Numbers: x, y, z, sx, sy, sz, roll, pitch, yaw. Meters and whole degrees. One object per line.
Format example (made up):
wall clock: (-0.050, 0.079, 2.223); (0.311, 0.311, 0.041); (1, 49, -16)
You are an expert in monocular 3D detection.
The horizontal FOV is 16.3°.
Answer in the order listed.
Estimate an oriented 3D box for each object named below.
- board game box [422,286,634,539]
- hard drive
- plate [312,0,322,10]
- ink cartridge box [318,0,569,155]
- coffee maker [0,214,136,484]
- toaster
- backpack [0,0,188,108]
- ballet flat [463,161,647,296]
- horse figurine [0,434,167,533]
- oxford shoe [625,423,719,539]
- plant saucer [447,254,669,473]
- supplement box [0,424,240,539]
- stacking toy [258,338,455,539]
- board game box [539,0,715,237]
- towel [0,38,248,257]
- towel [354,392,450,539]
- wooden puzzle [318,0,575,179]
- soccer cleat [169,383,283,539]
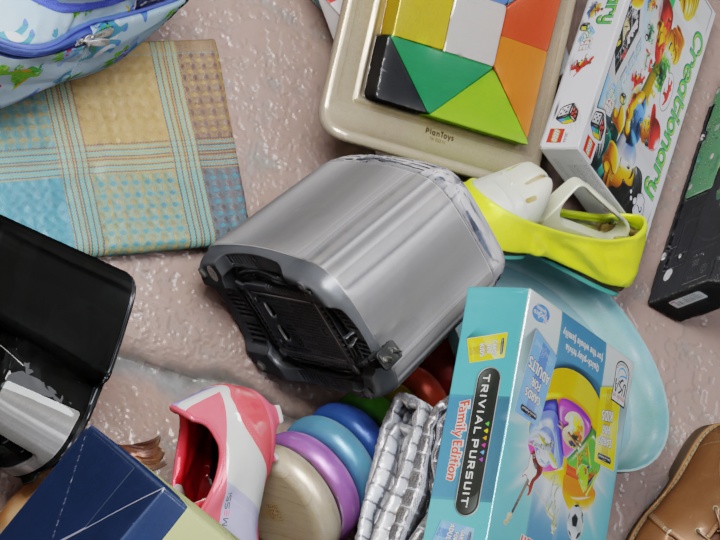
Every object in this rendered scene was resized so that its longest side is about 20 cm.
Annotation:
board game box: (0.103, 0.128, 1.537); (0.151, 0.047, 0.200); (32, 64, -53)
hard drive: (0.282, -0.069, 1.794); (0.038, 0.140, 0.200); (28, 65, -19)
plate: (0.028, -0.256, 1.777); (0.200, 0.026, 0.201); (8, 73, -25)
ink cartridge box: (0.048, -0.197, 1.729); (0.161, 0.050, 0.200); (-31, 111, -30)
coffee maker: (-0.239, 0.002, 1.491); (0.200, 0.135, 0.192); (28, 87, -29)
toaster: (0.000, 0.000, 1.592); (0.129, 0.200, 0.114); (-42, 114, -22)
backpack: (-0.212, -0.206, 1.541); (0.200, 0.147, 0.183); (-32, 86, -43)
ballet flat: (0.120, -0.037, 1.706); (0.200, 0.067, 0.067); (17, 111, -38)
horse figurine: (-0.185, 0.187, 1.531); (0.132, 0.050, 0.200); (21, 76, -17)
oxford shoe: (0.234, 0.184, 1.740); (0.071, 0.071, 0.200); (34, 63, -17)
plant saucer: (0.127, 0.058, 1.702); (0.200, 0.027, 0.200); (29, 37, -24)
supplement box: (-0.127, 0.237, 1.445); (0.200, 0.134, 0.200); (42, 84, -26)
stacking toy: (0.010, 0.105, 1.649); (0.200, 0.085, 0.085); (-37, 95, -37)
board game box: (0.193, -0.137, 1.792); (0.126, 0.035, 0.200); (47, 55, -48)
towel: (-0.173, -0.079, 1.628); (0.200, 0.022, 0.147); (-5, 79, -30)
towel: (0.061, 0.197, 1.591); (0.166, 0.085, 0.200); (43, 56, -53)
wooden puzzle: (0.069, -0.167, 1.697); (0.185, 0.037, 0.201); (14, 83, -33)
soccer cleat: (-0.091, 0.169, 1.552); (0.076, 0.067, 0.201); (-4, 102, -45)
